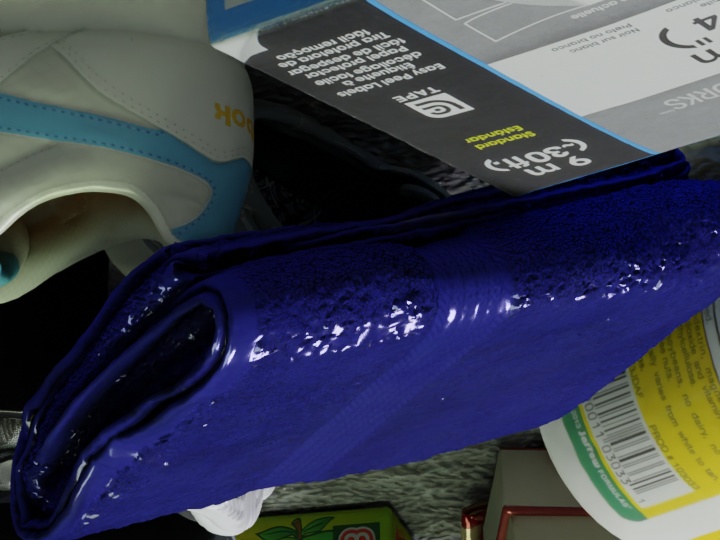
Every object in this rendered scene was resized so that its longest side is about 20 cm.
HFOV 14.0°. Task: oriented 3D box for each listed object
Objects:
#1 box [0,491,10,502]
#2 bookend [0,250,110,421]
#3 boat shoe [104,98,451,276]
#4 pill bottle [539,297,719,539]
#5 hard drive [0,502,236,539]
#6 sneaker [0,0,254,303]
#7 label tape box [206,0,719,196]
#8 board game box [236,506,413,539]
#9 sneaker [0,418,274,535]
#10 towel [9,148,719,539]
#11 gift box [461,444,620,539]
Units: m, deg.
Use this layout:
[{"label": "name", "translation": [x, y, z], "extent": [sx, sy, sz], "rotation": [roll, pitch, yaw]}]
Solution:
[{"label": "box", "translation": [-0.214, 0.190, 1.241], "extent": [0.163, 0.200, 0.086], "rotation": [-15, 157, 30]}, {"label": "bookend", "translation": [-0.205, 0.026, 0.962], "extent": [0.198, 0.092, 0.200], "rotation": [6, 159, -21]}, {"label": "boat shoe", "translation": [0.000, -0.001, 0.940], "extent": [0.071, 0.070, 0.201], "rotation": [-12, 155, 34]}, {"label": "pill bottle", "translation": [0.158, 0.017, 0.945], "extent": [0.113, 0.113, 0.200], "rotation": [14, 154, -36]}, {"label": "hard drive", "translation": [-0.090, 0.168, 1.111], "extent": [0.139, 0.033, 0.200], "rotation": [-1, 131, 21]}, {"label": "sneaker", "translation": [-0.130, -0.034, 0.826], "extent": [0.199, 0.081, 0.077], "rotation": [-3, 161, 7]}, {"label": "label tape box", "translation": [0.078, -0.073, 0.766], "extent": [0.144, 0.063, 0.200], "rotation": [-16, 155, 35]}, {"label": "board game box", "translation": [-0.073, 0.153, 1.376], "extent": [0.199, 0.048, 0.102], "rotation": [-6, 160, 10]}, {"label": "sneaker", "translation": [-0.088, 0.050, 1.012], "extent": [0.114, 0.076, 0.200], "rotation": [0, 180, 5]}, {"label": "towel", "translation": [0.004, 0.019, 0.862], "extent": [0.200, 0.050, 0.148], "rotation": [-10, 160, -35]}, {"label": "gift box", "translation": [0.142, 0.169, 1.255], "extent": [0.184, 0.187, 0.200], "rotation": [4, 139, -9]}]
